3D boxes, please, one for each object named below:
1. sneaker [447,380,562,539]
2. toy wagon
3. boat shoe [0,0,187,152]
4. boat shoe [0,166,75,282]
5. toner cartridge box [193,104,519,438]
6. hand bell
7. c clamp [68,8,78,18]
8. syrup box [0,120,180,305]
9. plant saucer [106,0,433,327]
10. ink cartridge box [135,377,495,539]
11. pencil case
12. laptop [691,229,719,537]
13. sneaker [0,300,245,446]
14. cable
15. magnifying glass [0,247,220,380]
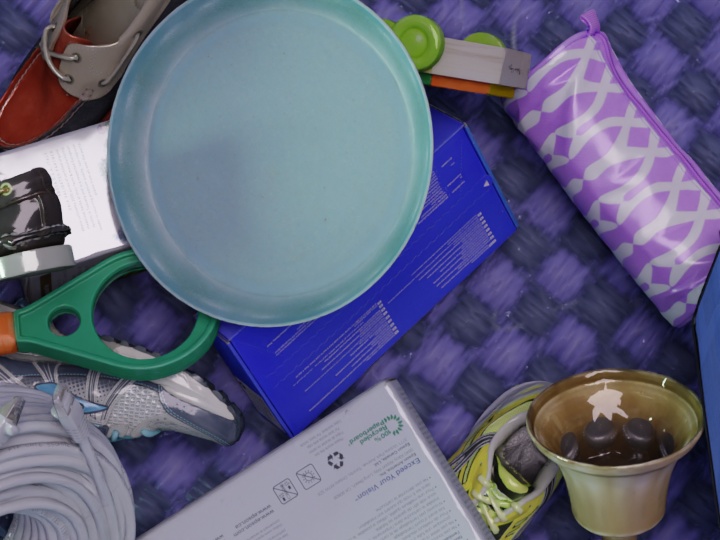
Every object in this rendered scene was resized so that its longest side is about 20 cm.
[{"bbox_3d":[0.063,0.145,1.358,0.075,0.076,0.201,36,78,-1],"label":"sneaker"},{"bbox_3d":[0.001,-0.138,1.371,0.198,0.155,0.040,10,94,19],"label":"toy wagon"},{"bbox_3d":[-0.160,-0.144,1.366,0.200,0.062,0.071,-44,70,12],"label":"boat shoe"},{"bbox_3d":[-0.251,-0.017,1.312,0.200,0.072,0.061,-9,91,33],"label":"boat shoe"},{"bbox_3d":[0.000,0.000,1.372,0.200,0.095,0.043,-42,41,-14],"label":"toner cartridge box"},{"bbox_3d":[0.156,0.170,1.334,0.103,0.104,0.201,-12,119,-10],"label":"hand bell"},{"bbox_3d":[-0.080,-0.224,1.448,0.198,0.027,0.172,8,72,-4],"label":"c clamp"},{"bbox_3d":[-0.123,-0.051,1.374,0.199,0.081,0.079,-18,79,-10],"label":"syrup box"},{"bbox_3d":[-0.050,-0.068,1.290,0.199,0.027,0.202,0,90,18],"label":"plant saucer"},{"bbox_3d":[-0.011,0.198,1.322,0.196,0.043,0.201,-32,85,11],"label":"ink cartridge box"},{"bbox_3d":[0.175,-0.058,1.409,0.200,0.085,0.084,50,35,3],"label":"pencil case"},{"bbox_3d":[0.274,0.070,1.339,0.199,0.116,0.189,-16,111,-13],"label":"laptop"},{"bbox_3d":[-0.168,0.082,1.351,0.199,0.078,0.087,17,82,6],"label":"sneaker"},{"bbox_3d":[-0.219,0.161,1.262,0.200,0.200,0.069,-42,51,-13],"label":"cable"},{"bbox_3d":[-0.180,0.033,1.308,0.198,0.022,0.080,-7,63,-5],"label":"magnifying glass"}]
